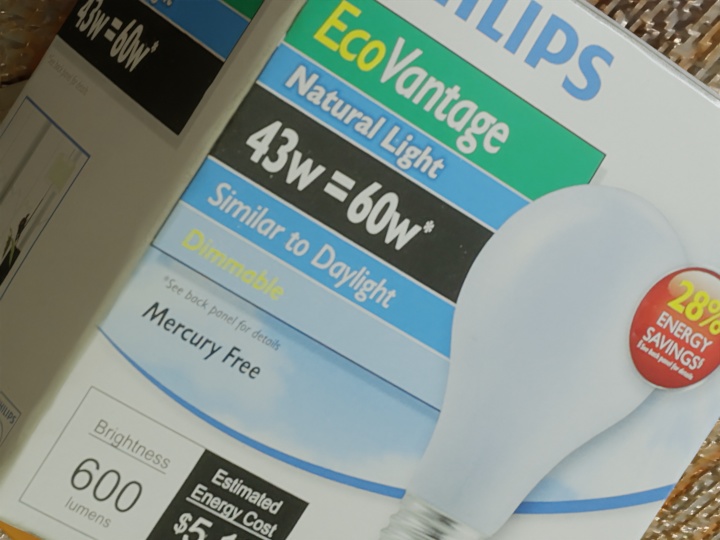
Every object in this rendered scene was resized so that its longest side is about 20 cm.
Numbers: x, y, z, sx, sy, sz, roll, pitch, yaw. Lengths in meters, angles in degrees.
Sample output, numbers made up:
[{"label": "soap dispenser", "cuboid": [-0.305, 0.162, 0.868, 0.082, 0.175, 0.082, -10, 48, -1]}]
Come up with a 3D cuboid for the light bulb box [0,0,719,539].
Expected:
[{"label": "light bulb box", "cuboid": [0.000, 0.000, 0.812, 0.198, 0.125, 0.200, 30, 95, -32]}]

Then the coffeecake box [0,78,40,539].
[{"label": "coffeecake box", "cuboid": [-0.083, 0.023, 0.972, 0.153, 0.073, 0.200, -16, 139, 22]}]
